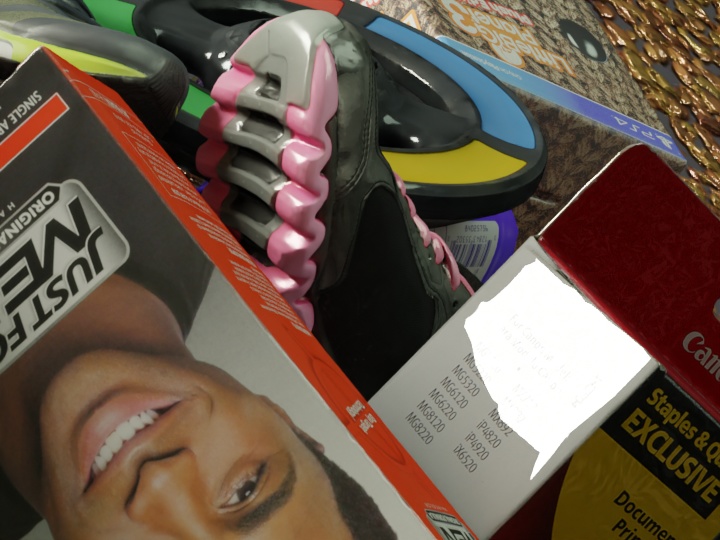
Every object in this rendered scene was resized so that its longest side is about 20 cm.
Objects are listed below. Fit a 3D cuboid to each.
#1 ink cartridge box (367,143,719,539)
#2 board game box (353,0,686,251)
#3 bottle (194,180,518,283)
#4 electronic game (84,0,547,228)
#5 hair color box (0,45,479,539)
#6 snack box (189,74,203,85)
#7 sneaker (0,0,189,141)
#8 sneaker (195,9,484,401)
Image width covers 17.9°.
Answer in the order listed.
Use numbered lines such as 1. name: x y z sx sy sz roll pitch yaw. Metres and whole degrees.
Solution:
1. ink cartridge box: 0.097 0.086 0.740 0.200 0.176 0.084 39 7 -40
2. board game box: 0.041 -0.105 1.132 0.159 0.097 0.200 19 32 -38
3. bottle: -0.017 -0.007 0.911 0.065 0.084 0.200 46 26 26
4. electronic game: -0.022 -0.073 0.886 0.199 0.042 0.200 16 25 -8
5. hair color box: -0.059 0.045 0.649 0.200 0.101 0.061 50 5 17
6. snack box: -0.154 -0.148 0.986 0.200 0.053 0.142 43 27 6
7. sneaker: -0.129 -0.101 0.813 0.200 0.081 0.074 26 -12 38
8. sneaker: 0.000 0.000 0.785 0.095 0.201 0.079 -14 34 -24
